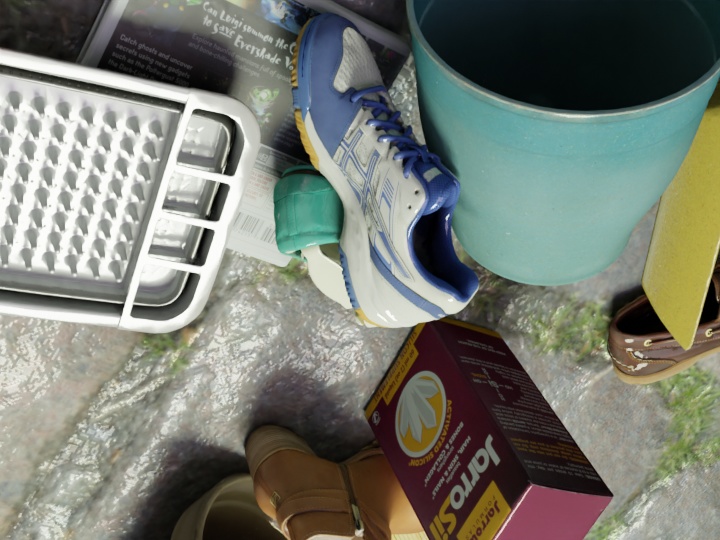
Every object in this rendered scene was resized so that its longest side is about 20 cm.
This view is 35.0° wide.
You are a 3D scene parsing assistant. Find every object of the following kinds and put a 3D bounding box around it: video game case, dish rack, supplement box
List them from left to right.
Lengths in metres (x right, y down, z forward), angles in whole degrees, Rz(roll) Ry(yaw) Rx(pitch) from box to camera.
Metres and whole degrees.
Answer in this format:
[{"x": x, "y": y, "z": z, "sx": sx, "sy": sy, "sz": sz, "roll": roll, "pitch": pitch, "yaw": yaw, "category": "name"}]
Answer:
[{"x": -0.174, "y": -0.051, "z": 0.699, "sx": 0.197, "sy": 0.044, "sz": 0.174, "roll": 8, "pitch": 120, "yaw": -29, "category": "dish rack"}, {"x": -0.089, "y": -0.107, "z": 0.741, "sx": 0.198, "sy": 0.023, "sz": 0.183, "roll": 19, "pitch": 113, "yaw": -33, "category": "video game case"}, {"x": 0.092, "y": 0.141, "z": 0.880, "sx": 0.085, "sy": 0.201, "sz": 0.111, "roll": 16, "pitch": 116, "yaw": -32, "category": "supplement box"}]

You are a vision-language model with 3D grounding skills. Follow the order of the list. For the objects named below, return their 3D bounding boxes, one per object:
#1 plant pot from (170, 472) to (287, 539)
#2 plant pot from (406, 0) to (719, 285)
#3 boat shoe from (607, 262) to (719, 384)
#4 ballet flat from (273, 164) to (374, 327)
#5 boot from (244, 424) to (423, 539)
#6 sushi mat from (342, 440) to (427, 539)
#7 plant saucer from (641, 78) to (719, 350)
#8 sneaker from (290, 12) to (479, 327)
[{"x": -0.115, "y": 0.292, "z": 0.916, "sx": 0.173, "sy": 0.202, "sz": 0.199, "roll": -35, "pitch": 133, "yaw": 25, "category": "plant pot"}, {"x": 0.128, "y": -0.101, "z": 0.748, "sx": 0.197, "sy": 0.202, "sz": 0.190, "roll": -18, "pitch": 142, "yaw": -12, "category": "plant pot"}, {"x": 0.306, "y": 0.031, "z": 0.989, "sx": 0.197, "sy": 0.071, "sz": 0.071, "roll": -27, "pitch": 134, "yaw": -5, "category": "boat shoe"}, {"x": 0.000, "y": 0.000, "z": 0.803, "sx": 0.066, "sy": 0.072, "sz": 0.200, "roll": -8, "pitch": 154, "yaw": 30, "category": "ballet flat"}, {"x": 0.004, "y": 0.201, "z": 0.894, "sx": 0.197, "sy": 0.155, "sz": 0.075, "roll": 20, "pitch": 103, "yaw": -26, "category": "boot"}, {"x": 0.015, "y": 0.237, "z": 1.033, "sx": 0.095, "sy": 0.012, "sz": 0.202, "roll": -28, "pitch": 129, "yaw": -4, "category": "sushi mat"}, {"x": 0.252, "y": -0.079, "z": 0.845, "sx": 0.048, "sy": 0.201, "sz": 0.203, "roll": 14, "pitch": 125, "yaw": 14, "category": "plant saucer"}, {"x": 0.022, "y": -0.066, "z": 0.709, "sx": 0.075, "sy": 0.087, "sz": 0.203, "roll": -30, "pitch": 107, "yaw": -45, "category": "sneaker"}]
